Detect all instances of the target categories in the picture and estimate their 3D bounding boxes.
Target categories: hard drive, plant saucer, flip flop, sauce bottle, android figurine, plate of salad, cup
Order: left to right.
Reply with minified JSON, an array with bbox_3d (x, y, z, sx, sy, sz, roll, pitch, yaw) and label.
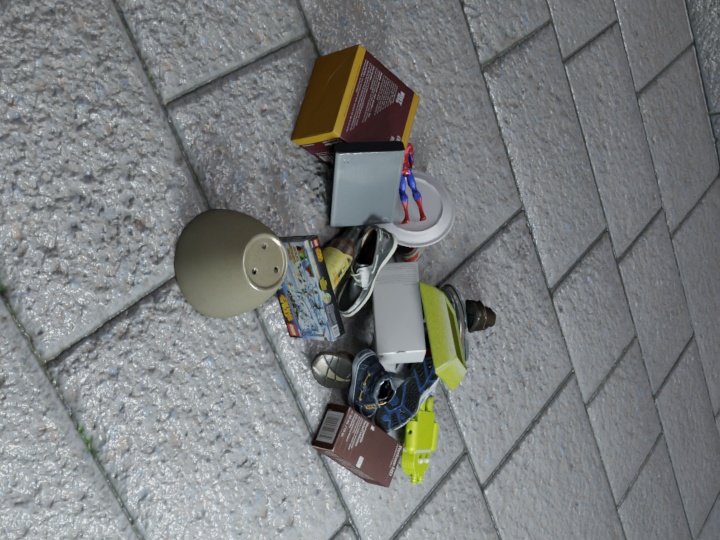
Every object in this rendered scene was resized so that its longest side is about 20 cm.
[{"bbox_3d":[-0.211,-0.012,1.397,0.198,0.142,0.204,0,90,-44],"label":"cup"},{"bbox_3d":[-0.053,-0.021,1.606,0.065,0.064,0.201,53,55,-30],"label":"sauce bottle"},{"bbox_3d":[-0.032,0.201,1.628,0.198,0.058,0.082,14,120,-46],"label":"flip flop"},{"bbox_3d":[0.009,-0.172,1.571,0.137,0.202,0.033,-4,50,-10],"label":"hard drive"},{"bbox_3d":[0.112,-0.135,1.725,0.196,0.048,0.203,3,63,-5],"label":"plate of salad"},{"bbox_3d":[0.135,0.383,1.775,0.182,0.040,0.204,31,64,-65],"label":"android figurine"},{"bbox_3d":[0.183,0.139,1.670,0.200,0.047,0.203,50,28,-65],"label":"plant saucer"}]

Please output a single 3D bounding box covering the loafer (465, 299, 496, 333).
[{"bbox_3d":[0.290,0.106,1.872,0.200,0.070,0.074,54,27,-80],"label":"loafer"}]

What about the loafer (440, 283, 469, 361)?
[{"bbox_3d":[0.216,0.136,1.871,0.062,0.071,0.203,-22,107,-36],"label":"loafer"}]

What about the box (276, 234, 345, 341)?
[{"bbox_3d":[-0.110,0.034,1.500,0.040,0.136,0.203,-28,109,-40],"label":"box"}]

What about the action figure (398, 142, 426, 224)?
[{"bbox_3d":[0.090,-0.201,1.700,0.064,0.099,0.204,-9,86,-12],"label":"action figure"}]

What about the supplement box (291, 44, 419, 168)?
[{"bbox_3d":[-0.006,-0.314,1.609,0.199,0.132,0.200,29,69,-40],"label":"supplement box"}]

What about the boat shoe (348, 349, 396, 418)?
[{"bbox_3d":[0.025,0.261,1.612,0.070,0.091,0.202,-25,139,-23],"label":"boat shoe"}]

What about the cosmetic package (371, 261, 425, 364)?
[{"bbox_3d":[0.077,0.090,1.654,0.085,0.106,0.203,90,-2,-69],"label":"cosmetic package"}]

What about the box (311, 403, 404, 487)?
[{"bbox_3d":[-0.003,0.372,1.647,0.200,0.074,0.101,42,62,-38],"label":"box"}]

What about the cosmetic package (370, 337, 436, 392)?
[{"bbox_3d":[0.104,0.208,1.769,0.199,0.050,0.084,31,70,-40],"label":"cosmetic package"}]

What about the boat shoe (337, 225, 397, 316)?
[{"bbox_3d":[0.000,0.000,1.625,0.067,0.071,0.202,23,97,-53],"label":"boat shoe"}]

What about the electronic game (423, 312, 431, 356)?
[{"bbox_3d":[0.139,0.111,1.771,0.199,0.041,0.203,28,48,-37],"label":"electronic game"}]

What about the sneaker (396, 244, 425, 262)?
[{"bbox_3d":[0.132,-0.106,1.802,0.094,0.069,0.202,60,43,-55],"label":"sneaker"}]

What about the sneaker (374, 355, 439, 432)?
[{"bbox_3d":[0.111,0.279,1.704,0.200,0.076,0.077,-44,159,-8],"label":"sneaker"}]
